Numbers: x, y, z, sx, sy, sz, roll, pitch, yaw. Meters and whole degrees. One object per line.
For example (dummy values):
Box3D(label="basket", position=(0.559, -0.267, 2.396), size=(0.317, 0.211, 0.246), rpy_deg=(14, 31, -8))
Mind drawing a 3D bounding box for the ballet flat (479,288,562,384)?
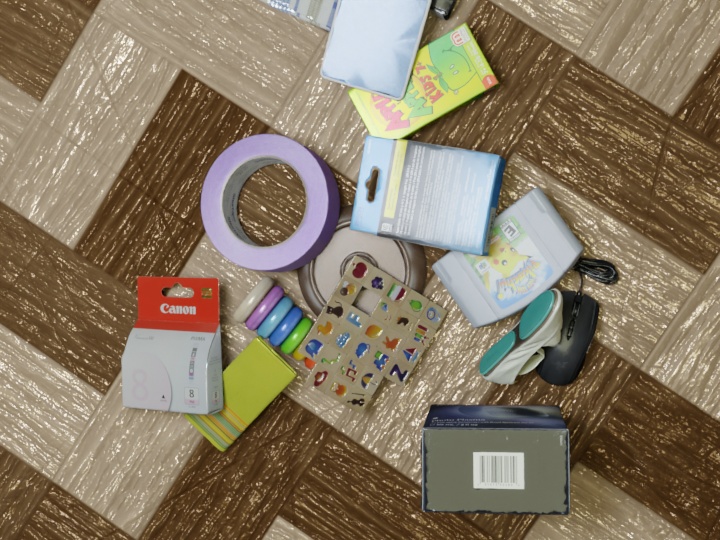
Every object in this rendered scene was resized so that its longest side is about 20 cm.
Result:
Box3D(label="ballet flat", position=(0.247, 0.099, 1.478), size=(0.069, 0.069, 0.200), rpy_deg=(39, 130, 4))

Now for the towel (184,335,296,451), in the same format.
Box3D(label="towel", position=(-0.183, 0.189, 1.558), size=(0.086, 0.018, 0.200), rpy_deg=(43, 116, 0))

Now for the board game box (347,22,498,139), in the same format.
Box3D(label="board game box", position=(0.093, -0.268, 1.512), size=(0.199, 0.048, 0.102), rpy_deg=(-29, 90, 8))

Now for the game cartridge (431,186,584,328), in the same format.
Box3D(label="game cartridge", position=(0.218, -0.010, 1.497), size=(0.200, 0.040, 0.134), rpy_deg=(-38, 81, 15))

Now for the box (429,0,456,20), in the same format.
Box3D(label="box", position=(0.080, -0.499, 1.502), size=(0.198, 0.050, 0.201), rpy_deg=(26, 95, 4))

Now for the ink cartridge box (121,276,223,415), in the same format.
Box3D(label="ink cartridge box", position=(-0.289, 0.113, 1.559), size=(0.162, 0.057, 0.201), rpy_deg=(1, 98, 27))

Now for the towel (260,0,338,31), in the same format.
Box3D(label="towel", position=(-0.080, -0.441, 1.507), size=(0.199, 0.024, 0.147), rpy_deg=(25, 124, 6))

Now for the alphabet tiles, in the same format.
Box3D(label="alphabet tiles", position=(0.010, 0.105, 1.521), size=(0.167, 0.008, 0.200), rpy_deg=(31, 90, -12))

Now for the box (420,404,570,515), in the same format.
Box3D(label="box", position=(0.190, 0.261, 1.454), size=(0.199, 0.198, 0.124), rpy_deg=(0, 91, 7))

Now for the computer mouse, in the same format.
Box3D(label="computer mouse", position=(0.285, 0.064, 1.508), size=(0.140, 0.046, 0.201), rpy_deg=(21, 96, 5))

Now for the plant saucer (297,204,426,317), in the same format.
Box3D(label="plant saucer", position=(0.000, 0.000, 1.549), size=(0.199, 0.032, 0.201), rpy_deg=(1, 94, 7))

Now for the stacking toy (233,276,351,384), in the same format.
Box3D(label="stacking toy", position=(-0.091, 0.100, 1.545), size=(0.200, 0.085, 0.085), rpy_deg=(38, 97, -1))

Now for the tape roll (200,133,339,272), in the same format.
Box3D(label="tape roll", position=(-0.134, -0.099, 1.526), size=(0.199, 0.066, 0.201), rpy_deg=(-1, 87, 14))

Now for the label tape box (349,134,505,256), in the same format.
Box3D(label="label tape box", position=(0.098, -0.109, 1.483), size=(0.199, 0.063, 0.145), rpy_deg=(12, 95, 16))

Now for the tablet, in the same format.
Box3D(label="tablet", position=(0.026, -0.357, 1.469), size=(0.130, 0.014, 0.201), rpy_deg=(17, 104, 4))
